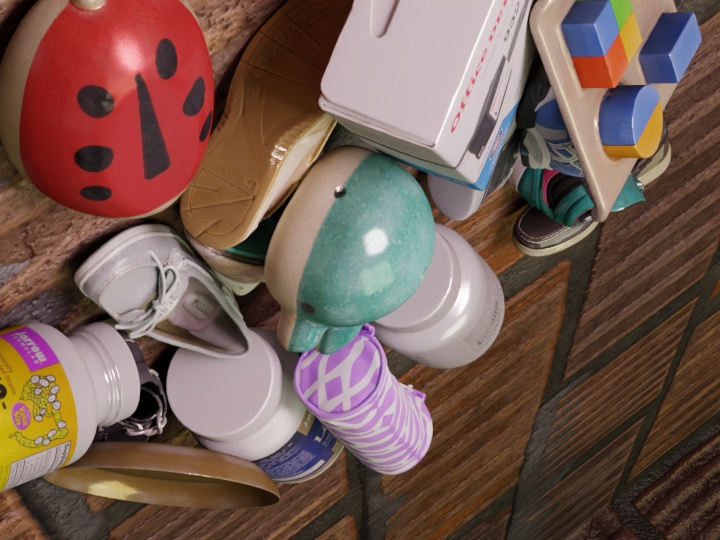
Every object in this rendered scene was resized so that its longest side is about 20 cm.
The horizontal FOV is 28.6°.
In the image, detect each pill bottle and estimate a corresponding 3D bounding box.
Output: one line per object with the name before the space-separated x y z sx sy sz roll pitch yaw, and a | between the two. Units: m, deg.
pill bottle | -0.250 0.096 0.953 0.199 0.104 0.105 -20 150 -42
pill bottle | 0.056 0.019 1.243 0.114 0.114 0.200 -42 163 4
pill bottle | -0.088 0.115 1.226 0.116 0.116 0.200 -41 158 1

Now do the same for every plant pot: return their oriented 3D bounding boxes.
plant pot | -0.165 0.171 1.187 0.199 0.028 0.200 4 162 1

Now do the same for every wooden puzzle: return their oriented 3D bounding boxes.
wooden puzzle | 0.194 -0.164 1.013 0.186 0.046 0.201 -57 140 -34

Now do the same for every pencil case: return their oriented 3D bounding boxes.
pencil case | 0.009 0.112 1.197 0.086 0.084 0.200 -53 157 -8

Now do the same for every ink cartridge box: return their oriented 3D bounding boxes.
ink cartridge box | 0.057 -0.143 0.927 0.146 0.083 0.200 -68 166 1

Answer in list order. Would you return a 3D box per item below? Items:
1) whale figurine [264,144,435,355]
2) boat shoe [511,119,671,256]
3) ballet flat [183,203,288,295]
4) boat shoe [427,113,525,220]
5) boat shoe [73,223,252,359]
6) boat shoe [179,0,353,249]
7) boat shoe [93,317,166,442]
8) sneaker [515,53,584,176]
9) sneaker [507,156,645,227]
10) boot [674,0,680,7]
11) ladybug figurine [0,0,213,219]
whale figurine | 0.000 0.000 1.027 0.160 0.103 0.200 -59 165 -25
boat shoe | 0.231 -0.092 1.430 0.200 0.073 0.065 -38 146 -15
ballet flat | -0.071 -0.014 1.087 0.199 0.068 0.067 -7 142 -52
boat shoe | 0.110 -0.124 1.168 0.068 0.072 0.201 -34 153 -31
boat shoe | -0.139 0.022 1.044 0.074 0.065 0.202 -42 157 3
boat shoe | -0.053 -0.107 0.954 0.200 0.074 0.069 -55 175 14
boat shoe | -0.189 0.111 1.128 0.072 0.063 0.200 -35 158 -20
sneaker | 0.165 -0.124 1.083 0.200 0.077 0.076 48 62 -74
sneaker | 0.220 -0.113 1.294 0.083 0.121 0.201 -20 149 -40
boot | 0.185 -0.192 1.150 0.168 0.076 0.201 -15 139 -53
ladybug figurine | -0.140 -0.094 0.825 0.135 0.072 0.200 -35 156 -14
